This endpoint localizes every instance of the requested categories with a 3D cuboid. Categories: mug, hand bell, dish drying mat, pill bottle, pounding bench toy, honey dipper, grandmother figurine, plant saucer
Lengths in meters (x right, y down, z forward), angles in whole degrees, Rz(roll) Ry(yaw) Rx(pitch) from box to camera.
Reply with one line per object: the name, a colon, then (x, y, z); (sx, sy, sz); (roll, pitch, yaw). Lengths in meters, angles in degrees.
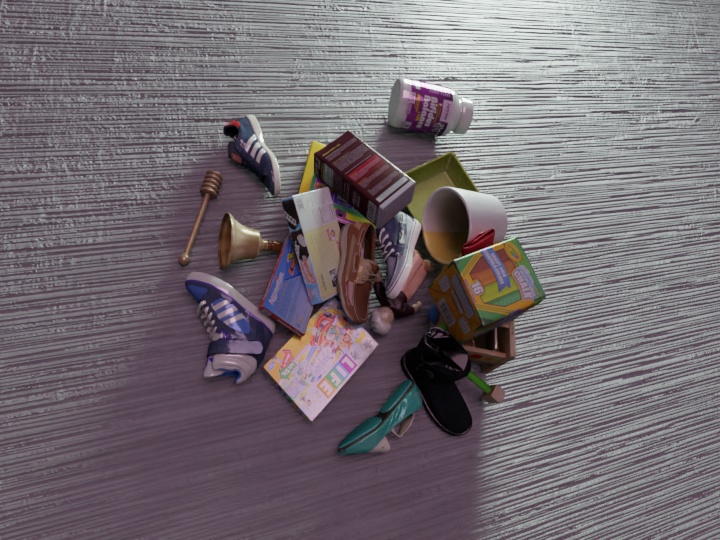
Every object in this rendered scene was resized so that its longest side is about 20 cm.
mug: (0.222, -0.085, 1.115); (0.149, 0.189, 0.153); (-7, 56, -34)
hand bell: (-0.178, -0.049, 1.057); (0.193, 0.104, 0.108); (5, 65, -30)
dish drying mat: (0.231, -0.011, 1.070); (0.075, 0.202, 0.018); (-33, 62, -11)
pill bottle: (0.171, -0.391, 1.282); (0.192, 0.113, 0.117); (7, 65, -14)
pounding bench toy: (0.213, 0.153, 1.057); (0.150, 0.125, 0.208); (11, 65, -12)
honey dipper: (-0.319, -0.103, 1.050); (0.037, 0.038, 0.207); (15, 67, -10)
grandmother figurine: (0.076, 0.046, 1.098); (0.119, 0.061, 0.203); (30, 59, 7)
plant saucer: (0.188, -0.151, 1.222); (0.196, 0.048, 0.204); (-26, 78, -25)

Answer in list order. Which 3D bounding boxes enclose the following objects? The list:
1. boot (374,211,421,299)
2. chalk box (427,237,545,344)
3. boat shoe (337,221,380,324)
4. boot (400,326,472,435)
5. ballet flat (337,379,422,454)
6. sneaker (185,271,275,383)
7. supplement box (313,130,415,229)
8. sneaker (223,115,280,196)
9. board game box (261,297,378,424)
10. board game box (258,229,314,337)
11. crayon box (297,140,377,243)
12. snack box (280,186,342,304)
boot: (0.059, -0.042, 1.067); (0.088, 0.073, 0.204); (29, 48, -13)
chalk box: (0.248, 0.032, 0.978); (0.194, 0.124, 0.128); (-20, 74, -23)
boat shoe: (0.000, 0.000, 1.037); (0.075, 0.070, 0.209); (16, 67, -55)
boot: (0.163, 0.213, 0.991); (0.075, 0.169, 0.202); (-33, 80, -24)
ballet flat: (0.047, 0.292, 0.982); (0.198, 0.067, 0.072); (-37, 96, -25)
sneaker: (-0.260, 0.111, 0.949); (0.197, 0.081, 0.149); (34, 58, -7)
supplement box: (0.005, -0.189, 1.080); (0.108, 0.062, 0.199); (-37, 67, -27)
sneaker: (-0.232, -0.234, 1.113); (0.082, 0.076, 0.204); (-18, 64, -24)
board game box: (-0.075, 0.166, 1.011); (0.134, 0.034, 0.200); (44, 62, 3)
board game box: (-0.122, 0.014, 1.022); (0.102, 0.019, 0.205); (38, 49, -28)
crayon box: (-0.037, -0.167, 1.151); (0.193, 0.059, 0.178); (18, 62, -10)
snack box: (-0.080, -0.051, 1.033); (0.115, 0.036, 0.208); (-24, 100, -53)
